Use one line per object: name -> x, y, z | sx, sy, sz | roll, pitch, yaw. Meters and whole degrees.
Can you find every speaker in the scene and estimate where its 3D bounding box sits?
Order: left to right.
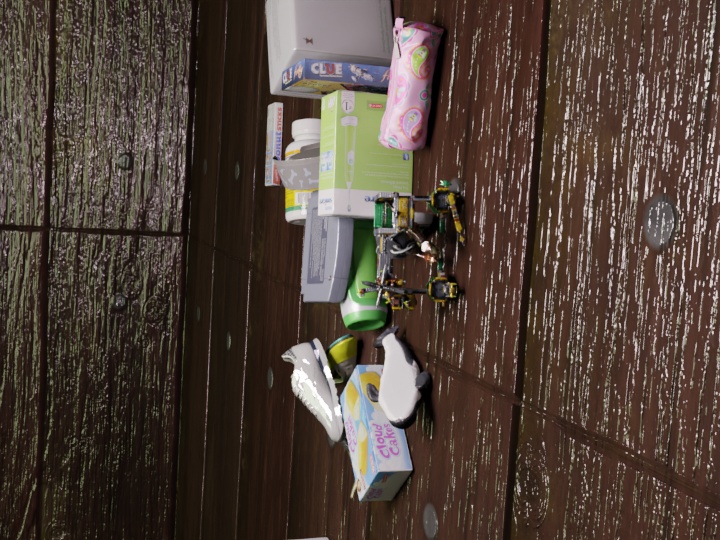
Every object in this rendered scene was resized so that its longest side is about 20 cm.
speaker -> 0.000, 0.000, 1.720 | 0.088, 0.086, 0.205 | 136, 132, -62

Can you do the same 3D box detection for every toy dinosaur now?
toy dinosaur -> -0.020, 0.317, 1.817 | 0.089, 0.046, 0.204 | 112, 150, -57

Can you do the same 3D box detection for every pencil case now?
pencil case -> 0.077, -0.295, 1.534 | 0.087, 0.085, 0.205 | -135, 49, -63

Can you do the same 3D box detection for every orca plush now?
orca plush -> 0.060, 0.189, 1.570 | 0.201, 0.104, 0.072 | 60, 174, 50

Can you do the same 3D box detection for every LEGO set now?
LEGO set -> 0.081, -0.038, 1.411 | 0.116, 0.150, 0.205 | -166, 85, -86

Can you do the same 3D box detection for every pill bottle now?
pill bottle -> -0.099, -0.200, 1.967 | 0.112, 0.110, 0.205 | 166, 104, -69

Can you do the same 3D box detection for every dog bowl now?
dog bowl -> -0.060, -0.196, 1.761 | 0.200, 0.196, 0.060 | -150, 48, -67

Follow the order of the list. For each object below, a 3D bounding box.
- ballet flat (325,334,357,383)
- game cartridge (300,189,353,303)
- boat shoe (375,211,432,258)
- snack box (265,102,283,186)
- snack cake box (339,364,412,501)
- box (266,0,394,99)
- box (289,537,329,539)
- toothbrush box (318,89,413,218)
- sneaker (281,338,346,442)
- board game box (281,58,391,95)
ballet flat -> -0.039, 0.180, 1.866 | 0.068, 0.066, 0.200 | 64, 156, 10
game cartridge -> -0.058, -0.044, 1.710 | 0.132, 0.040, 0.205 | -3, 82, 64
boat shoe -> 0.066, -0.054, 1.567 | 0.200, 0.070, 0.070 | 163, 109, -71
snack box -> -0.218, -0.315, 2.419 | 0.072, 0.024, 0.205 | -173, 85, -69
snack cake box -> 0.024, 0.280, 1.662 | 0.116, 0.066, 0.203 | 117, 148, -48
box -> -0.058, -0.438, 1.750 | 0.171, 0.195, 0.204 | 136, 132, -64
box -> -0.101, 0.664, 1.920 | 0.152, 0.104, 0.205 | -143, 58, -65
toothbrush box -> 0.009, -0.191, 1.624 | 0.086, 0.142, 0.205 | 180, 90, -69
sneaker -> -0.081, 0.229, 1.780 | 0.077, 0.079, 0.203 | 87, 163, -63
board game box -> -0.023, -0.325, 1.644 | 0.135, 0.196, 0.036 | -175, 87, -69
